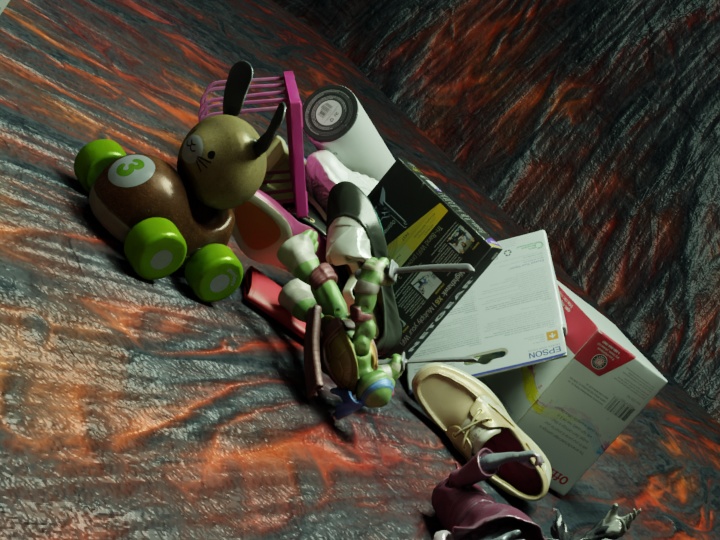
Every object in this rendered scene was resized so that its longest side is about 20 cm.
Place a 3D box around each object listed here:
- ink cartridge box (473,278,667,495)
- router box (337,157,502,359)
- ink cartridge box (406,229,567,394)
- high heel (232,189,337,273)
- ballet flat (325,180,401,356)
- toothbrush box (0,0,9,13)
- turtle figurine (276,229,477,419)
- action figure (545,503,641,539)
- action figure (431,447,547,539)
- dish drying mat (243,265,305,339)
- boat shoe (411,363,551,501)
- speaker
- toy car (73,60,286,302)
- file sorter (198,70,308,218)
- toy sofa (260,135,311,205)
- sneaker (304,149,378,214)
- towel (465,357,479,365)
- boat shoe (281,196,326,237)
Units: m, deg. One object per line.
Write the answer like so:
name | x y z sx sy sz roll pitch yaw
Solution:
ink cartridge box | 0.245 0.145 1.458 0.145 0.200 0.145 34 12 -31
router box | 0.044 -0.004 1.367 0.157 0.200 0.052 45 13 17
ink cartridge box | 0.147 0.057 1.414 0.041 0.198 0.201 62 19 -45
high heel | -0.084 -0.048 1.284 0.200 0.067 0.097 45 29 -37
ballet flat | 0.000 0.000 1.298 0.068 0.067 0.202 -24 98 -62
toothbrush box | -0.483 -0.338 1.218 0.200 0.086 0.145 44 13 9
turtle figurine | 0.011 0.042 1.173 0.194 0.200 0.144 45 2 34
action figure | 0.270 0.306 1.219 0.199 0.102 0.119 32 27 -39
action figure | 0.105 0.238 1.051 0.147 0.135 0.200 -11 19 -16
dish drying mat | -0.046 0.070 1.277 0.199 0.018 0.077 37 12 -18
boat shoe | 0.140 0.182 1.310 0.200 0.074 0.069 41 8 -1
speaker | -0.011 -0.162 1.538 0.081 0.081 0.200 47 -1 27
toy car | -0.153 -0.104 1.131 0.157 0.200 0.165 25 19 -49
file sorter | -0.135 -0.156 1.444 0.124 0.141 0.200 -5 20 -5
toy sofa | -0.064 -0.100 1.644 0.199 0.083 0.098 35 15 -23
sneaker | 0.008 -0.091 1.500 0.200 0.100 0.078 50 -22 -28
towel | 0.105 0.055 1.549 0.148 0.036 0.202 29 44 -32
boat shoe | -0.035 -0.007 1.464 0.201 0.074 0.063 47 35 5
